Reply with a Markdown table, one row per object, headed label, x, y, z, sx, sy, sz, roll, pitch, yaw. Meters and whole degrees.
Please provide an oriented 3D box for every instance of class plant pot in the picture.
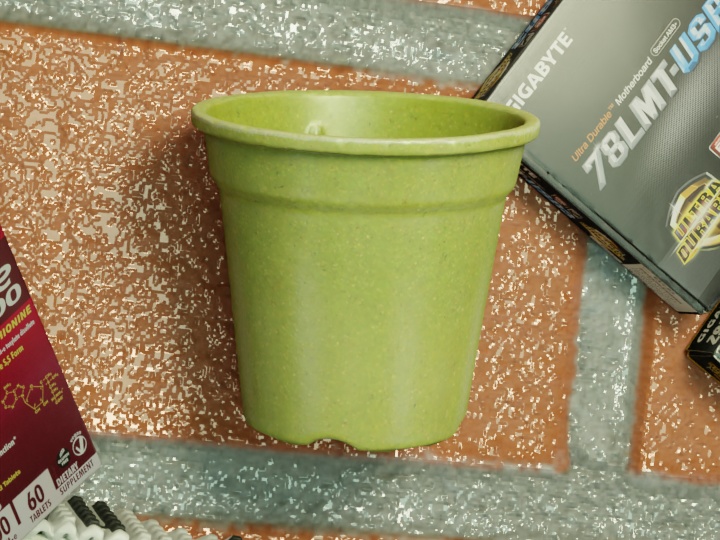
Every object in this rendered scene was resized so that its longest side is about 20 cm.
| label | x | y | z | sx | sy | sz | roll | pitch | yaw |
| --- | --- | --- | --- | --- | --- | --- | --- | --- | --- |
| plant pot | 0.000 | 0.000 | 1.323 | 0.199 | 0.200 | 0.185 | -1 | 101 | -14 |

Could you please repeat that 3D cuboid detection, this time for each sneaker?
| label | x | y | z | sx | sy | sz | roll | pitch | yaw |
| --- | --- | --- | --- | --- | --- | --- | --- | --- | --- |
| sneaker | -0.127 | 0.188 | 1.351 | 0.199 | 0.075 | 0.081 | 17 | 95 | -14 |

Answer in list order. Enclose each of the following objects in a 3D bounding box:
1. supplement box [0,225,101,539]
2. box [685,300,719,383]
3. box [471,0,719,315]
| label | x | y | z | sx | sy | sz | roll | pitch | yaw |
| --- | --- | --- | --- | --- | --- | --- | --- | --- | --- |
| supplement box | -0.229 | 0.056 | 1.271 | 0.109 | 0.061 | 0.201 | -45 | 127 | -39 |
| box | 0.334 | 0.051 | 1.478 | 0.200 | 0.049 | 0.160 | 38 | 79 | -12 |
| box | 0.196 | -0.109 | 1.442 | 0.198 | 0.050 | 0.200 | 41 | 80 | -12 |
